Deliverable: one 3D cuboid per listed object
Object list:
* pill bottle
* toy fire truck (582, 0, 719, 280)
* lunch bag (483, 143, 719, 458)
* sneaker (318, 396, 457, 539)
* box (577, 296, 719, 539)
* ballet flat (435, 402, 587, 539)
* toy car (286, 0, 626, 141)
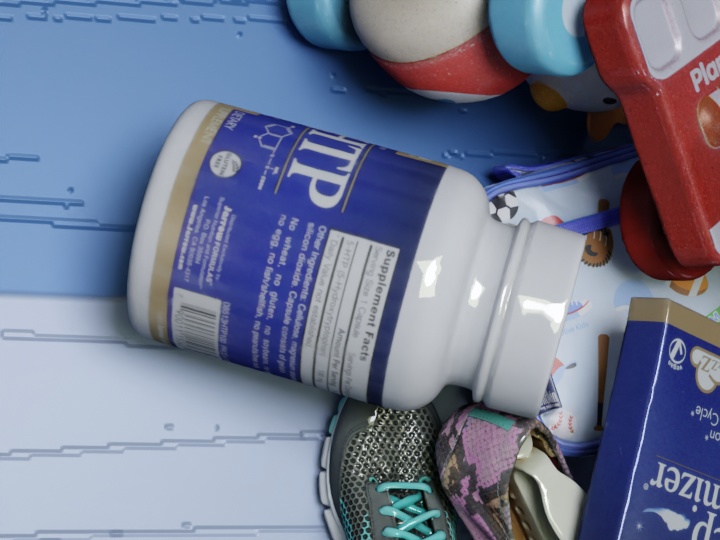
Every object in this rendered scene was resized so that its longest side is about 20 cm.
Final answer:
[{"bbox_3d":[0.000,0.000,0.814,0.198,0.120,0.121,16,77,6],"label":"pill bottle"},{"bbox_3d":[0.196,-0.094,0.827,0.200,0.112,0.169,-36,113,-35],"label":"toy fire truck"},{"bbox_3d":[0.139,0.008,0.915,0.198,0.076,0.162,-15,86,-20],"label":"lunch bag"},{"bbox_3d":[0.027,0.150,0.849,0.077,0.091,0.202,-2,83,-19],"label":"sneaker"},{"bbox_3d":[0.157,0.127,0.832,0.120,0.032,0.202,22,78,-36],"label":"box"},{"bbox_3d":[0.104,0.152,0.856,0.069,0.071,0.201,-39,114,-26],"label":"ballet flat"},{"bbox_3d":[0.102,-0.131,0.896,0.200,0.183,0.178,45,70,-38],"label":"toy car"}]
